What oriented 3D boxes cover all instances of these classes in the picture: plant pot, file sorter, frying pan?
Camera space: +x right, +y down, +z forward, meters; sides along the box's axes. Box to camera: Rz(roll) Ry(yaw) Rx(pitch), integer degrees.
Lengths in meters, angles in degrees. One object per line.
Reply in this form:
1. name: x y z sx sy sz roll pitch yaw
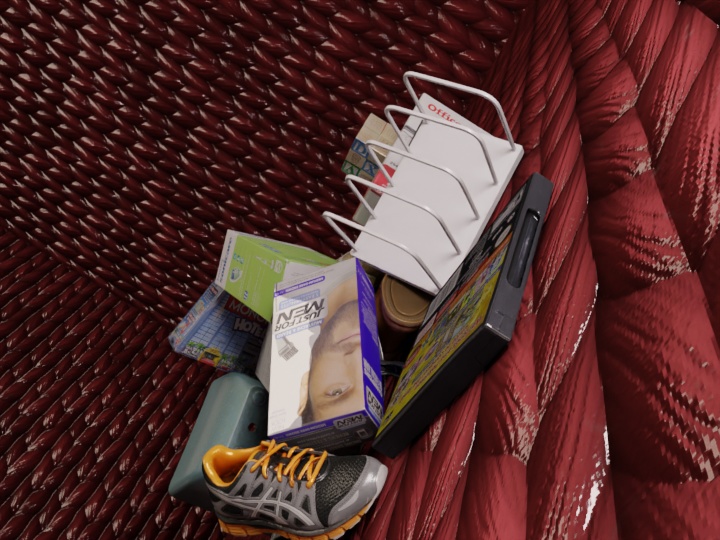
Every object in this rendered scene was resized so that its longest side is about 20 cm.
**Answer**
1. plant pot: -0.154 0.268 1.064 0.200 0.194 0.199 -45 22 60
2. file sorter: 0.070 -0.101 0.793 0.202 0.137 0.125 -60 -31 -10
3. frying pan: 0.016 0.124 0.815 0.190 0.030 0.117 -130 37 -63

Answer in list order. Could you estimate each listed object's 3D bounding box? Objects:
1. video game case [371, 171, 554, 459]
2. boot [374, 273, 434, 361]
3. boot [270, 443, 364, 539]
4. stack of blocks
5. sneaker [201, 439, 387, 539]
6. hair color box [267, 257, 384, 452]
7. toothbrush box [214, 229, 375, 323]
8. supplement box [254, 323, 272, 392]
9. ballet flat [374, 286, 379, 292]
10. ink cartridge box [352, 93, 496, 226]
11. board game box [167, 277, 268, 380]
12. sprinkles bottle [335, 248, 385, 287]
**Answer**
1. video game case: 0.085 0.040 0.591 0.201 0.025 0.182 -58 3 47
2. boot: 0.037 0.080 0.880 0.200 0.072 0.157 -68 0 -73
3. boot: -0.045 0.237 0.725 0.201 0.072 0.182 -54 0 -31
4. stack of blocks: 0.072 -0.138 1.085 0.059 0.198 0.115 -60 3 -31
5. sneaker: -0.067 0.190 0.631 0.197 0.078 0.078 -16 20 28
6. hair color box: -0.038 0.091 0.760 0.107 0.065 0.203 -18 47 14
7. toothbrush box: -0.096 0.014 0.984 0.199 0.144 0.088 26 101 54
8. supplement box: -0.085 0.129 1.028 0.200 0.099 0.105 -179 105 -75
9. ballet flat: 0.077 -0.002 1.053 0.203 0.072 0.073 -63 0 15
10. ink cartridge box: 0.098 -0.123 0.967 0.202 0.143 0.084 -62 4 -34
11. board game box: -0.173 0.065 1.132 0.203 0.198 0.062 -62 31 2
12. sprinkles bottle: 0.000 0.000 1.036 0.199 0.068 0.069 -32 22 46
